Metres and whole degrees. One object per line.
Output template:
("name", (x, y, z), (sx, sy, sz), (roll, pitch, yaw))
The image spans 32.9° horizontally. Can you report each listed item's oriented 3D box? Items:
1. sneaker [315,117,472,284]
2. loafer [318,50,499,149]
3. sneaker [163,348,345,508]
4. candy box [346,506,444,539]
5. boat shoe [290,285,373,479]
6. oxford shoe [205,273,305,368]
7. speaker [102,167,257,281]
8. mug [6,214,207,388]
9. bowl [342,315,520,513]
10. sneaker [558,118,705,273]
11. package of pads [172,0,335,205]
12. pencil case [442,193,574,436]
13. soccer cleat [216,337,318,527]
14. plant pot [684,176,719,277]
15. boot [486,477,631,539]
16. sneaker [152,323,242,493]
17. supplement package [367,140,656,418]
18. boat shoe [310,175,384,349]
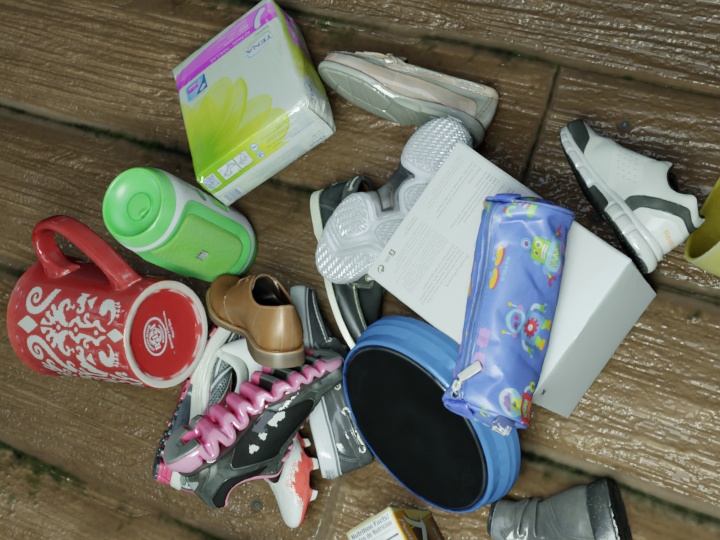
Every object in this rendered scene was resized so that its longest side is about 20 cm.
("sneaker", (0.045, -0.057, 1.218), (0.200, 0.114, 0.076), (-46, 70, 5))
("loafer", (0.052, -0.191, 1.278), (0.198, 0.072, 0.063), (26, 73, 20))
("sneaker", (-0.090, 0.155, 1.182), (0.199, 0.079, 0.096), (-34, 110, -12))
("candy box", (0.070, 0.321, 1.125), (0.055, 0.115, 0.202), (-33, 68, 12))
("boat shoe", (-0.027, 0.108, 1.244), (0.065, 0.070, 0.203), (-12, 69, -1))
("oxford shoe", (-0.104, 0.031, 1.229), (0.200, 0.070, 0.072), (30, 123, 58))
("speaker", (-0.183, -0.044, 1.265), (0.087, 0.200, 0.090), (-5, 76, 21))
("mug", (-0.274, 0.045, 1.268), (0.198, 0.178, 0.134), (7, 58, 44))
("bowl", (0.060, 0.139, 1.135), (0.200, 0.202, 0.039), (38, 54, 25))
("sneaker", (0.252, -0.081, 1.141), (0.079, 0.074, 0.201), (-33, 44, 7))
("package of pads", (-0.115, -0.185, 1.310), (0.153, 0.068, 0.202), (-32, 47, 15))
("pencil case", (0.121, 0.034, 1.017), (0.077, 0.086, 0.203), (6, 80, 45))
("soccer cleat", (-0.098, 0.163, 1.239), (0.069, 0.084, 0.203), (141, 123, -59))
("plant pot", (0.395, -0.053, 1.045), (0.141, 0.200, 0.201), (33, 93, 1))
("boot", (0.191, 0.299, 1.114), (0.130, 0.070, 0.203), (-19, 61, 21))
("sneaker", (-0.156, 0.137, 1.292), (0.074, 0.081, 0.203), (21, 75, -11))
("supplement package", (0.144, 0.012, 1.141), (0.199, 0.150, 0.153), (38, 94, 25))
("boat shoe", (0.000, 0.000, 1.249), (0.067, 0.072, 0.203), (-18, 69, 19))
